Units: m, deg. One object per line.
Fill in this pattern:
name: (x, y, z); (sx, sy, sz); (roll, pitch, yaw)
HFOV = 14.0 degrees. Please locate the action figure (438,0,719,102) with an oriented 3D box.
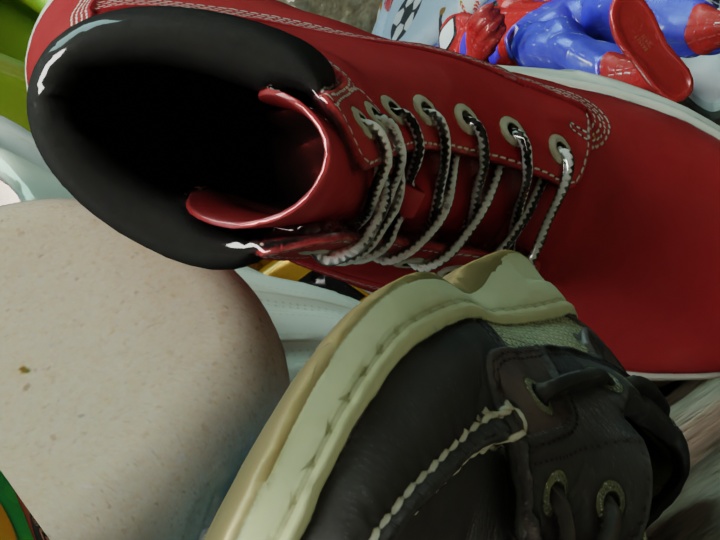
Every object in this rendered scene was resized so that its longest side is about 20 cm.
action figure: (0.065, -0.075, 0.902); (0.065, 0.052, 0.200); (-34, 8, -16)

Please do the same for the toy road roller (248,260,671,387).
toy road roller: (0.000, 0.000, 0.833); (0.200, 0.146, 0.123); (-35, 2, 11)

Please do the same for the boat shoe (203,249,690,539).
boat shoe: (0.022, 0.042, 0.528); (0.072, 0.066, 0.201); (-62, -9, 15)

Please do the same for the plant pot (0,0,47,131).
plant pot: (-0.178, -0.020, 0.949); (0.200, 0.199, 0.182); (21, -77, -45)

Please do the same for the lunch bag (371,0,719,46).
lunch bag: (0.099, -0.077, 1.122); (0.200, 0.160, 0.076); (-31, 36, 57)

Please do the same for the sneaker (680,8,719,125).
sneaker: (0.145, -0.054, 0.896); (0.085, 0.073, 0.200); (-33, 13, 0)

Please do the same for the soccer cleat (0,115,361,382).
soccer cleat: (-0.053, 0.019, 0.749); (0.069, 0.200, 0.078); (-63, -18, 10)

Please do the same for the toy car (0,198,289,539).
toy car: (-0.102, 0.095, 0.679); (0.177, 0.184, 0.200); (-38, -27, -38)

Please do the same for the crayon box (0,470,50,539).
crayon box: (-0.120, 0.114, 0.503); (0.200, 0.119, 0.058); (-35, 1, 28)

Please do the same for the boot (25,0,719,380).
boot: (0.022, -0.013, 0.644); (0.144, 0.200, 0.072); (-125, 53, -78)
